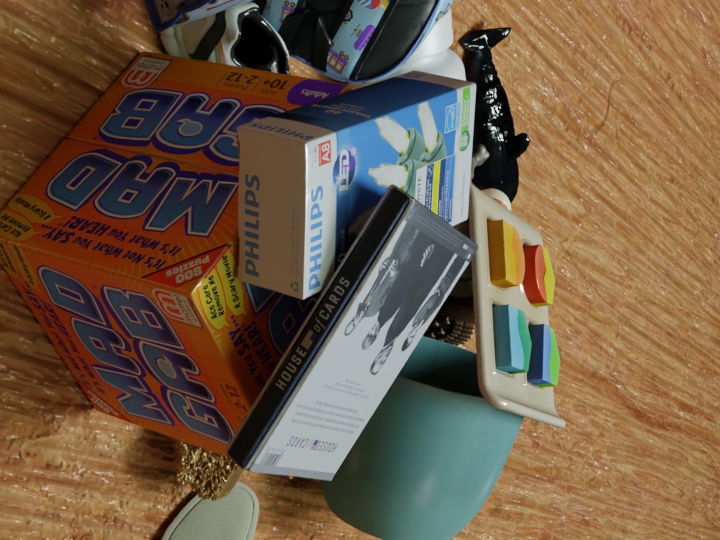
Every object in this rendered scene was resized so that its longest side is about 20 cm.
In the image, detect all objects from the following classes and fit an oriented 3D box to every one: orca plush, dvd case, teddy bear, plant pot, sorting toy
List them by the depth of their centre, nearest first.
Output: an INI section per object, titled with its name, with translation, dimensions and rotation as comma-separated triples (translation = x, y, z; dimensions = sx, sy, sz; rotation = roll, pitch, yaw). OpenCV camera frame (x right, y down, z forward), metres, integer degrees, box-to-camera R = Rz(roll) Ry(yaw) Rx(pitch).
[dvd case]
translation = -0.001, 0.049, 0.992
dimensions = 0.201, 0.025, 0.150
rotation = -57, 157, 2
[teddy bear]
translation = -0.092, 0.092, 1.234
dimensions = 0.202, 0.066, 0.145
rotation = -60, 170, 17
[sorting toy]
translation = 0.142, 0.032, 1.316
dimensions = 0.185, 0.036, 0.203
rotation = 24, 56, -62
[plant pot]
translation = 0.046, 0.161, 1.398
dimensions = 0.200, 0.199, 0.163
rotation = 1, 109, -57
[orca plush]
translation = 0.153, -0.152, 1.551
dimensions = 0.105, 0.070, 0.203
rotation = -21, 119, -52

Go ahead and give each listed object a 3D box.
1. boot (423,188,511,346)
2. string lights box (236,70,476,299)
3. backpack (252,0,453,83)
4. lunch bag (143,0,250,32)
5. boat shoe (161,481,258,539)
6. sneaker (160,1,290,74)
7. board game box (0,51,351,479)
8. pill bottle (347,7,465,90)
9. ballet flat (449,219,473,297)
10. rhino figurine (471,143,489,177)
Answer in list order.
[boot]
translation = 0.095, 0.001, 1.461
dimensions = 0.200, 0.074, 0.108
rotation = 127, -18, -54
[string lights box]
translation = 0.000, -0.062, 0.989
dimensions = 0.199, 0.058, 0.104
rotation = -27, 125, -50
[backpack]
translation = 0.005, -0.258, 1.196
dimensions = 0.202, 0.181, 0.134
rotation = -64, 172, 12
[lunch bag]
translation = -0.094, -0.296, 1.043
dimensions = 0.169, 0.123, 0.202
rotation = -24, 96, -33
[boat shoe]
translation = -0.150, 0.268, 1.262
dimensions = 0.201, 0.071, 0.068
rotation = -63, -178, -32
[sneaker]
translation = -0.086, -0.147, 1.180
dimensions = 0.074, 0.079, 0.200
rotation = -64, 147, -19
[board game box]
translation = -0.107, -0.009, 1.085
dimensions = 0.201, 0.198, 0.201
rotation = -55, 141, -30
[pill bottle]
translation = 0.045, -0.140, 1.354
dimensions = 0.109, 0.108, 0.203
rotation = -36, 130, -45
[ballet flat]
translation = 0.050, -0.051, 1.291
dimensions = 0.200, 0.074, 0.075
rotation = 43, 61, -17
[rhino figurine]
translation = 0.088, -0.098, 1.482
dimensions = 0.088, 0.059, 0.202
rotation = -51, 138, -38
